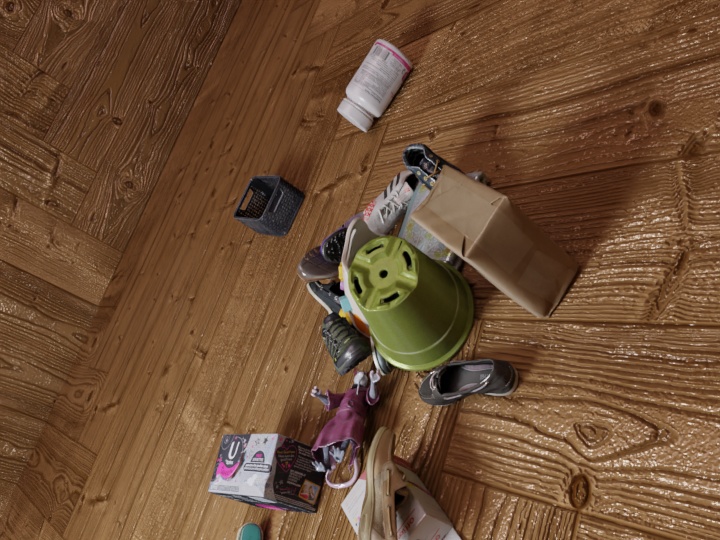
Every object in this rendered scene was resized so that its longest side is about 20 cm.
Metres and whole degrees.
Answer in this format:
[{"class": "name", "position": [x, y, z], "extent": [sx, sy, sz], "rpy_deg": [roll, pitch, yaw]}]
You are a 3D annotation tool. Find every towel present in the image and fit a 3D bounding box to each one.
[{"class": "towel", "position": [0.149, -0.088, 1.279], "extent": [0.169, 0.048, 0.205], "rpy_deg": [0, 64, 50]}]

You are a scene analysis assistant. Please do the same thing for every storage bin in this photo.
[{"class": "storage bin", "position": [-0.258, -0.181, 1.870], "extent": [0.198, 0.093, 0.138], "rpy_deg": [11, 72, 55]}]

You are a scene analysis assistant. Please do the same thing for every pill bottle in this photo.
[{"class": "pill bottle", "position": [0.033, -0.459, 1.672], "extent": [0.202, 0.112, 0.113], "rpy_deg": [-56, 33, 5]}]

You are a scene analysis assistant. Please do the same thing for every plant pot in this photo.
[{"class": "plant pot", "position": [0.069, 0.038, 1.091], "extent": [0.195, 0.190, 0.206], "rpy_deg": [-10, 63, 20]}]

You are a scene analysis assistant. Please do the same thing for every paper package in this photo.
[{"class": "paper package", "position": [0.202, -0.045, 1.028], "extent": [0.105, 0.198, 0.191], "rpy_deg": [-53, 32, 5]}]

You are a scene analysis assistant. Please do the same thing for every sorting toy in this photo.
[{"class": "sorting toy", "position": [0.000, 0.000, 1.268], "extent": [0.104, 0.182, 0.205], "rpy_deg": [2, 58, 14]}]

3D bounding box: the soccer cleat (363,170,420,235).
[{"class": "soccer cleat", "position": [0.070, -0.139, 1.372], "extent": [0.084, 0.069, 0.201], "rpy_deg": [-18, 30, 52]}]

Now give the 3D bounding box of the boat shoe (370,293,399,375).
[{"class": "boat shoe", "position": [0.064, 0.090, 1.227], "extent": [0.060, 0.073, 0.205], "rpy_deg": [-8, 58, 30]}]

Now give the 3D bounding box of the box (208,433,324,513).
[{"class": "box", "position": [-0.178, 0.381, 1.270], "extent": [0.197, 0.131, 0.118], "rpy_deg": [-17, 52, 46]}]

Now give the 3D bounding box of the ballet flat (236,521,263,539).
[{"class": "ballet flat", "position": [-0.214, 0.578, 1.246], "extent": [0.063, 0.066, 0.204], "rpy_deg": [116, 165, -50]}]

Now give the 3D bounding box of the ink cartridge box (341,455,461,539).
[{"class": "ink cartridge box", "position": [0.059, 0.380, 1.003], "extent": [0.118, 0.067, 0.200], "rpy_deg": [-55, 32, 4]}]

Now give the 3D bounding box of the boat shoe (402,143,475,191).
[{"class": "boat shoe", "position": [0.146, -0.168, 1.224], "extent": [0.072, 0.090, 0.200], "rpy_deg": [-53, 35, 5]}]

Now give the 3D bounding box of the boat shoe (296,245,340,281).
[{"class": "boat shoe", "position": [-0.058, -0.010, 1.404], "extent": [0.076, 0.197, 0.072], "rpy_deg": [50, 133, 20]}]

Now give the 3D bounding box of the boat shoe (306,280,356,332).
[{"class": "boat shoe", "position": [-0.049, 0.057, 1.409], "extent": [0.067, 0.074, 0.199], "rpy_deg": [-52, 33, 4]}]

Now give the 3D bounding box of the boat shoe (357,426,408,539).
[{"class": "boat shoe", "position": [0.040, 0.321, 0.969], "extent": [0.062, 0.073, 0.203], "rpy_deg": [0, 44, 12]}]

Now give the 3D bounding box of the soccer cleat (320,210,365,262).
[{"class": "soccer cleat", "position": [-0.019, -0.075, 1.399], "extent": [0.072, 0.070, 0.198], "rpy_deg": [12, 36, 44]}]

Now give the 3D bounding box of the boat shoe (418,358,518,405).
[{"class": "boat shoe", "position": [0.155, 0.169, 1.052], "extent": [0.197, 0.056, 0.068], "rpy_deg": [-19, 49, 46]}]

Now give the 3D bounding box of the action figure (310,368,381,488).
[{"class": "action figure", "position": [-0.010, 0.261, 1.194], "extent": [0.131, 0.151, 0.202], "rpy_deg": [-7, 36, 28]}]

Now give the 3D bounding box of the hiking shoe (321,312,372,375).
[{"class": "hiking shoe", "position": [-0.039, 0.131, 1.245], "extent": [0.075, 0.102, 0.200], "rpy_deg": [-34, 2, -13]}]
